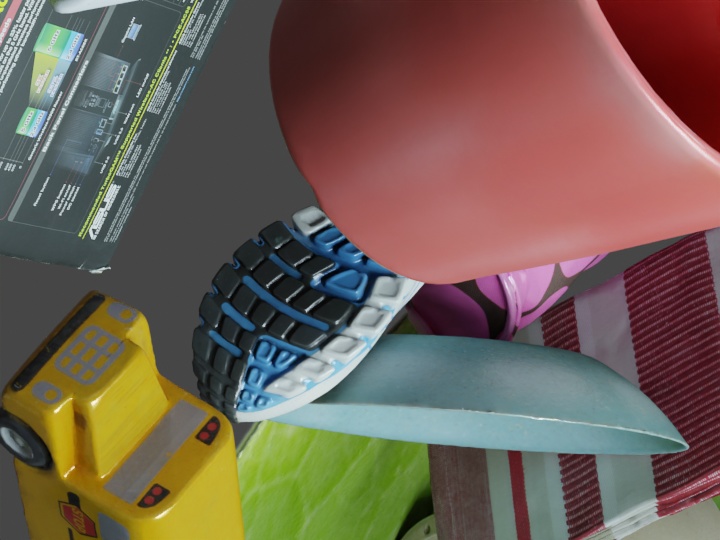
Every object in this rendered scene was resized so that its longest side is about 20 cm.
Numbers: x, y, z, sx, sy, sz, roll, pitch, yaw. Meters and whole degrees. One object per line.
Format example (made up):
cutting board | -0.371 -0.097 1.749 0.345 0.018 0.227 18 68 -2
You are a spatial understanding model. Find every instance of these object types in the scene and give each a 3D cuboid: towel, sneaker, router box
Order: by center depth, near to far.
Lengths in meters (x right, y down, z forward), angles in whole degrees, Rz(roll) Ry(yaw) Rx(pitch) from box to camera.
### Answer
router box | -0.100 -0.103 0.970 0.201 0.062 0.150 -64 157 6
sneaker | 0.000 0.000 1.299 0.200 0.075 0.087 -49 161 -26
towel | 0.117 0.069 1.438 0.200 0.144 0.023 -29 136 27

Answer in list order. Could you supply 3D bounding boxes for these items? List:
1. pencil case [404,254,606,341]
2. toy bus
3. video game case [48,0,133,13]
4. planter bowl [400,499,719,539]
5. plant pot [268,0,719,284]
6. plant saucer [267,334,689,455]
pencil case | 0.093 -0.028 1.450 0.200 0.091 0.094 -35 176 -44
toy bus | -0.093 0.099 1.203 0.065 0.078 0.200 -48 154 -29
video game case | -0.054 -0.174 0.871 0.023 0.183 0.200 -22 178 35
planter bowl | 0.093 0.192 1.599 0.134 0.200 0.201 9 111 -38
plant pot | 0.073 -0.090 1.153 0.177 0.201 0.200 -25 -176 39
plant saucer | 0.050 0.055 1.338 0.201 0.200 0.039 23 71 -67
